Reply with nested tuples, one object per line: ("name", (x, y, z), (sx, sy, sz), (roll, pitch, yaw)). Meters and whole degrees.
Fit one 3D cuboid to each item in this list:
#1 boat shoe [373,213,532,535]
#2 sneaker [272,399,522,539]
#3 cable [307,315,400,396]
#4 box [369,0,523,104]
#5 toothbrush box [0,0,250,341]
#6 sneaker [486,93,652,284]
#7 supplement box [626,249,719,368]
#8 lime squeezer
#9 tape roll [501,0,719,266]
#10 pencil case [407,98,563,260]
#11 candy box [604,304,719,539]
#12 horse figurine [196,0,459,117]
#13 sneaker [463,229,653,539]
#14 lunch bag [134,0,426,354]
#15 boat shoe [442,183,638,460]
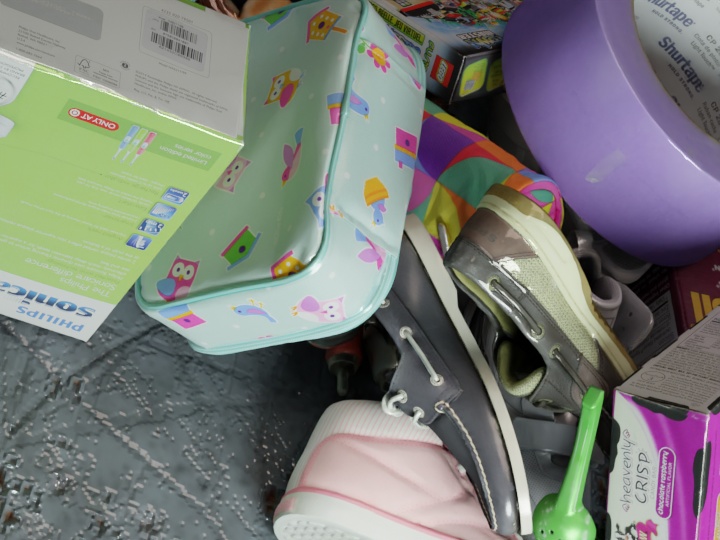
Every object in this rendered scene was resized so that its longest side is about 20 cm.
("boat shoe", (0.038, 0.064, 1.109), (0.062, 0.073, 0.201), (-19, 64, -7))
("sneaker", (0.053, 0.139, 1.134), (0.199, 0.075, 0.105), (26, 52, -11))
("cable", (0.000, 0.000, 1.240), (0.096, 0.051, 0.201), (3, 43, -13))
("box", (0.088, -0.162, 1.316), (0.110, 0.035, 0.199), (37, 34, 30))
("toothbrush box", (-0.165, -0.065, 1.040), (0.145, 0.200, 0.087), (19, 48, -23))
("sneaker", (0.138, -0.056, 1.309), (0.074, 0.082, 0.201), (2, 42, -23))
("supplement box", (0.222, 0.019, 1.323), (0.130, 0.103, 0.201), (15, 52, -28))
("lime squeezer", (0.122, 0.133, 1.113), (0.037, 0.200, 0.071), (10, 67, 19))
("tape roll", (0.187, -0.109, 1.238), (0.199, 0.085, 0.201), (24, 48, -30))
("pencil case", (0.030, -0.061, 1.211), (0.088, 0.089, 0.200), (-20, 45, -42))
("candy box", (0.209, 0.097, 1.133), (0.061, 0.137, 0.200), (15, 26, 32))
("horse figurine", (-0.038, -0.163, 1.311), (0.199, 0.050, 0.133), (15, 45, -29))
("sneaker", (0.120, 0.075, 1.200), (0.075, 0.115, 0.201), (12, 53, -28))
("lunch bag", (-0.048, -0.055, 1.137), (0.077, 0.160, 0.201), (37, 50, -40))
("boat shoe", (0.102, 0.042, 1.104), (0.066, 0.072, 0.201), (-40, 125, -12))
